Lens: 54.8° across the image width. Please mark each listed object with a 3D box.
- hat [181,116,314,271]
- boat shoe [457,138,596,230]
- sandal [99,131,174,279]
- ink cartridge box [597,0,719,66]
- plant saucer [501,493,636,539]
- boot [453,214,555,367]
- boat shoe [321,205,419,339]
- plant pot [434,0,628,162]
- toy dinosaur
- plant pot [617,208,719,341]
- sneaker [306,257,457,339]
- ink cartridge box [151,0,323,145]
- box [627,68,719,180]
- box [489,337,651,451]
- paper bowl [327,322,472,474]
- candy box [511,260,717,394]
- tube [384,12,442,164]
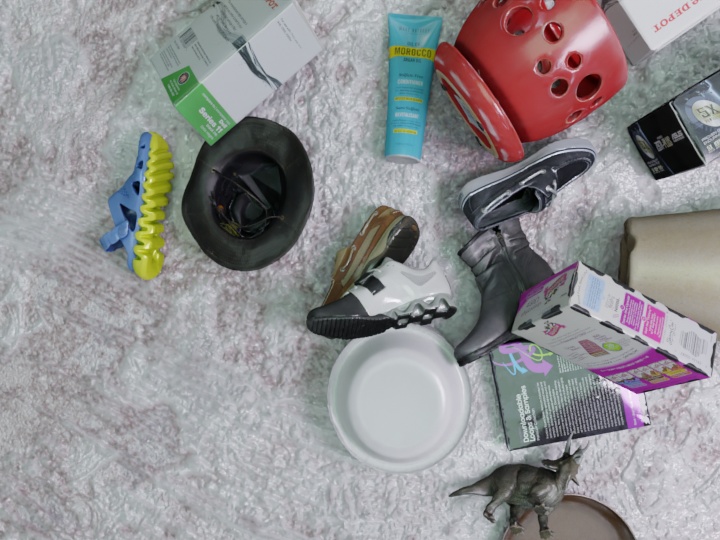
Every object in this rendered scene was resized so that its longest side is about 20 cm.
[{"bbox_3d":[-0.142,-0.101,0.954,0.195,0.081,0.206,0,89,12],"label":"hat"},{"bbox_3d":[0.228,-0.108,0.912,0.196,0.073,0.068,-21,49,-6],"label":"boat shoe"},{"bbox_3d":[-0.315,-0.094,0.971,0.085,0.079,0.205,10,90,8],"label":"sandal"},{"bbox_3d":[0.374,-0.397,0.908,0.145,0.083,0.202,-33,88,4],"label":"ink cartridge box"},{"bbox_3d":[0.285,0.405,0.956,0.195,0.032,0.206,0,90,4],"label":"plant saucer"},{"bbox_3d":[0.167,0.024,0.927,0.199,0.070,0.133,-37,87,-24],"label":"boot"},{"bbox_3d":[0.000,0.000,0.957,0.074,0.075,0.201,39,93,34],"label":"boat shoe"},{"bbox_3d":[0.201,-0.256,0.869,0.181,0.200,0.202,-36,88,7],"label":"plant pot"},{"bbox_3d":[0.219,0.297,0.934,0.197,0.103,0.078,-21,113,32],"label":"toy dinosaur"},{"bbox_3d":[0.423,0.003,0.873,0.179,0.200,0.206,3,91,16],"label":"plant pot"},{"bbox_3d":[0.020,0.032,0.895,0.195,0.074,0.090,-9,68,-15],"label":"sneaker"},{"bbox_3d":[-0.164,-0.287,0.917,0.199,0.083,0.147,-38,47,5],"label":"ink cartridge box"},{"bbox_3d":[0.460,-0.208,0.866,0.197,0.164,0.087,-31,89,5],"label":"box"},{"bbox_3d":[0.282,0.155,0.950,0.195,0.036,0.147,-11,89,3],"label":"box"},{"bbox_3d":[0.053,0.170,0.934,0.195,0.104,0.206,0,90,4],"label":"paper bowl"},{"bbox_3d":[0.303,0.075,0.844,0.197,0.136,0.062,25,66,-9],"label":"candy box"},{"bbox_3d":[0.067,-0.252,0.957,0.075,0.050,0.206,5,86,-3],"label":"tube"}]
